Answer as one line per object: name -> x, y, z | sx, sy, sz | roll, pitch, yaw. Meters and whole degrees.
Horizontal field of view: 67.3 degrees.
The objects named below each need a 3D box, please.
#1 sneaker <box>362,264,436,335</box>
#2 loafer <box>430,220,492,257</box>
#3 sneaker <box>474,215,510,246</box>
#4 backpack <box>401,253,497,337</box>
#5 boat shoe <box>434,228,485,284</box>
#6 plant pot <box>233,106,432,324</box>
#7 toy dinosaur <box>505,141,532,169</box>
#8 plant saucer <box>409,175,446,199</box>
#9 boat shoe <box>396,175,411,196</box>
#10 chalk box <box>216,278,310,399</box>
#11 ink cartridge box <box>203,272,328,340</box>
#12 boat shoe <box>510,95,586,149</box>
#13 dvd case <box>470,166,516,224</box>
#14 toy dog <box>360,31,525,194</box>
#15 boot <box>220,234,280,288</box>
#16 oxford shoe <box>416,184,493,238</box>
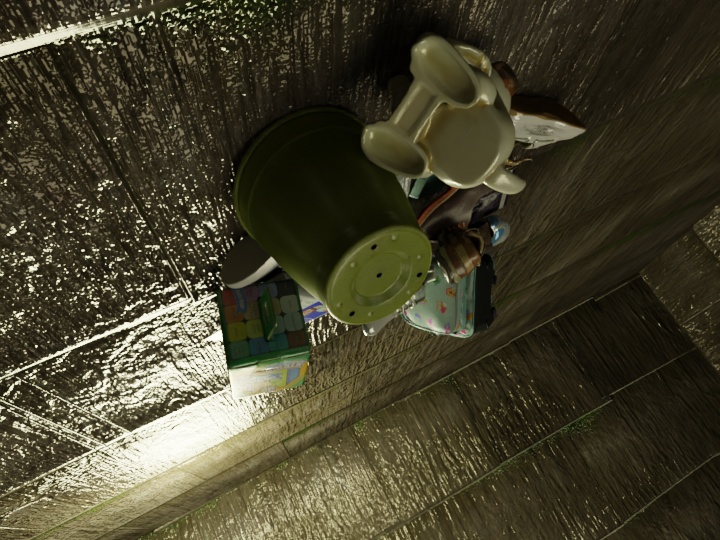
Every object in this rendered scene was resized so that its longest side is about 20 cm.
sneaker -> 0.069, 0.041, 0.967 | 0.201, 0.079, 0.071 | -52, 148, -34
loafer -> 0.172, -0.067, 1.052 | 0.197, 0.072, 0.073 | -6, -167, -31
sneaker -> 0.229, -0.057, 1.168 | 0.072, 0.073, 0.199 | 18, 139, -35
backpack -> 0.165, 0.047, 1.133 | 0.152, 0.179, 0.198 | -7, -171, -42
boat shoe -> 0.175, -0.033, 0.909 | 0.073, 0.076, 0.200 | -30, -170, 18
plant pot -> -0.021, -0.049, 0.617 | 0.198, 0.194, 0.202 | -19, 137, -19
toy dinosaur -> 0.236, -0.175, 0.960 | 0.100, 0.059, 0.201 | -3, 141, -22
plant saucer -> 0.134, -0.181, 0.843 | 0.069, 0.019, 0.201 | -21, 156, -23
boat shoe -> 0.047, -0.092, 0.854 | 0.064, 0.075, 0.203 | -21, 150, -8
chalk box -> -0.148, 0.098, 0.818 | 0.122, 0.126, 0.201 | -9, 152, -14
ink cartridge box -> -0.152, 0.072, 0.983 | 0.198, 0.048, 0.197 | -25, 162, 24
boat shoe -> 0.271, -0.225, 0.845 | 0.198, 0.071, 0.070 | -2, 138, -34
dvd case -> 0.209, -0.124, 1.064 | 0.198, 0.016, 0.149 | -28, 157, -4
toy dog -> 0.120, -0.184, 0.612 | 0.141, 0.192, 0.200 | -63, 176, 34
boot -> -0.102, -0.029, 0.778 | 0.199, 0.073, 0.090 | -36, 143, 13
oxford shoe -> 0.140, -0.087, 0.883 | 0.200, 0.072, 0.071 | -48, -178, 13
